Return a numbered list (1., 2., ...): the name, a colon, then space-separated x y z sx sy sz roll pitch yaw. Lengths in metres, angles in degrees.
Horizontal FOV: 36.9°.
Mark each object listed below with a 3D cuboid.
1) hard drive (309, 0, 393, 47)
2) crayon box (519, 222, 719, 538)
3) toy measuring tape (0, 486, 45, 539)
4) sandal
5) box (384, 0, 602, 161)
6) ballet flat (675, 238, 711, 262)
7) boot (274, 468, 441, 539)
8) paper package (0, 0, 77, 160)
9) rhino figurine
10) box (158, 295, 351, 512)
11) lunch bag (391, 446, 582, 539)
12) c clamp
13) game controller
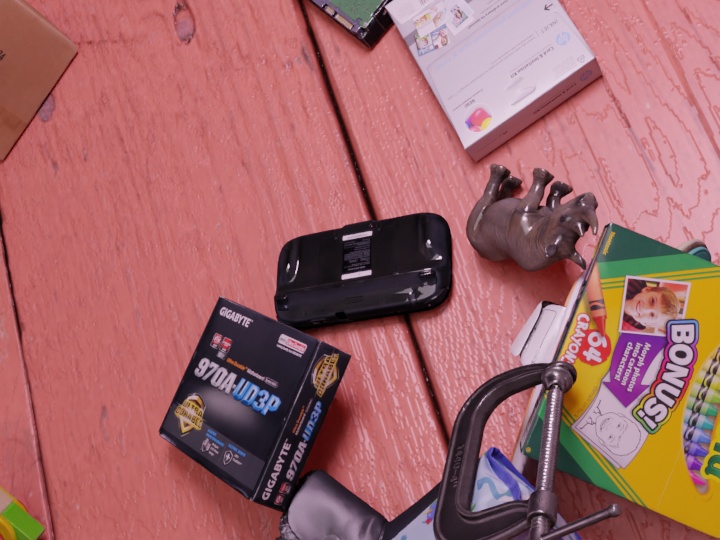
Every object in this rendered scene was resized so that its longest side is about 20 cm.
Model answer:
1. hard drive: 0.025 -0.364 1.200 0.139 0.038 0.201 41 93 30
2. crayon box: 0.245 0.087 0.883 0.170 0.058 0.203 22 93 8
3. toy measuring tape: -0.427 0.260 1.182 0.199 0.074 0.074 40 93 -2
4. sandal: 0.157 0.089 0.967 0.058 0.079 0.210 20 85 27
5. box: 0.132 -0.237 1.105 0.155 0.041 0.202 -34 61 13
6. ballet flat: 0.236 0.056 0.951 0.069 0.069 0.202 28 88 30
7. boot: 0.013 0.229 0.993 0.167 0.076 0.202 32 95 27
8. paper package: -0.484 -0.267 1.327 0.103 0.200 0.192 36 90 30
9. rhino figurine: 0.158 -0.043 0.974 0.199 0.059 0.089 19 88 66
10. box: -0.109 0.126 1.067 0.199 0.046 0.161 19 83 52
11. lunch bag: 0.116 0.275 0.875 0.170 0.200 0.128 -42 22 5
12. c clamp: 0.125 0.138 0.812 0.170 0.027 0.202 -34 26 32
13. game controller: 0.000 0.000 1.102 0.197 0.042 0.106 -9 56 23
